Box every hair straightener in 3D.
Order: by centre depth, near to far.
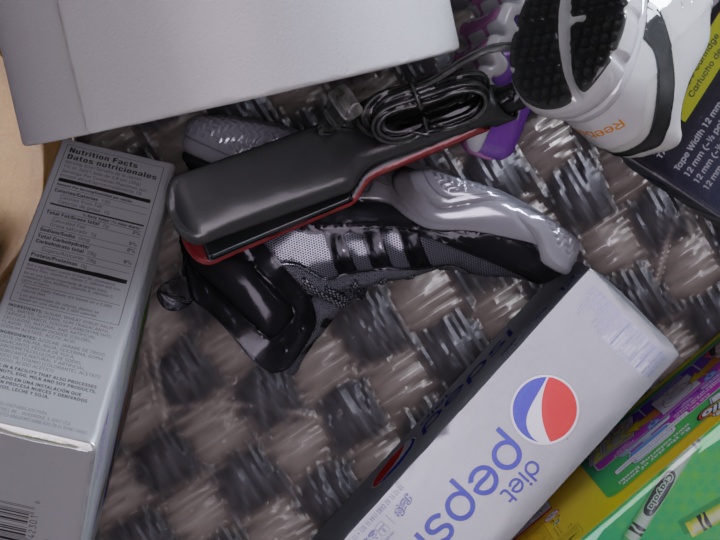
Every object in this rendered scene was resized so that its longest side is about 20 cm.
[{"bbox_3d":[0.008,-0.055,0.819,0.198,0.077,0.041,-17,75,2],"label":"hair straightener"}]

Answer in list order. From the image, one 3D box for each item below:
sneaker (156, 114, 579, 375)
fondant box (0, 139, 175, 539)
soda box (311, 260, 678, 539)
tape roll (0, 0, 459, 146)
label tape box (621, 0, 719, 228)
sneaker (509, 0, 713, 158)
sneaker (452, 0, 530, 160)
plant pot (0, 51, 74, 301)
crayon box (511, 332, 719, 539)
[{"bbox_3d":[0.000,0.000,0.899,0.198,0.075,0.115,16,96,1],"label":"sneaker"},{"bbox_3d":[-0.132,0.059,0.811,0.058,0.201,0.145,13,125,-3],"label":"fondant box"},{"bbox_3d":[0.063,0.089,0.912,0.063,0.068,0.200,42,92,-5],"label":"soda box"},{"bbox_3d":[-0.067,-0.144,0.814,0.201,0.203,0.141,-12,96,-2],"label":"tape roll"},{"bbox_3d":[0.201,-0.091,0.894,0.199,0.066,0.144,32,94,-11],"label":"label tape box"},{"bbox_3d":[0.121,-0.140,0.816,0.080,0.073,0.202,35,64,-40],"label":"sneaker"},{"bbox_3d":[0.107,-0.143,0.889,0.088,0.080,0.202,21,94,-13],"label":"sneaker"},{"bbox_3d":[-0.236,-0.050,0.901,0.198,0.027,0.202,0,96,-3],"label":"plant pot"},{"bbox_3d":[0.157,0.099,0.894,0.200,0.119,0.058,-40,97,2],"label":"crayon box"}]
